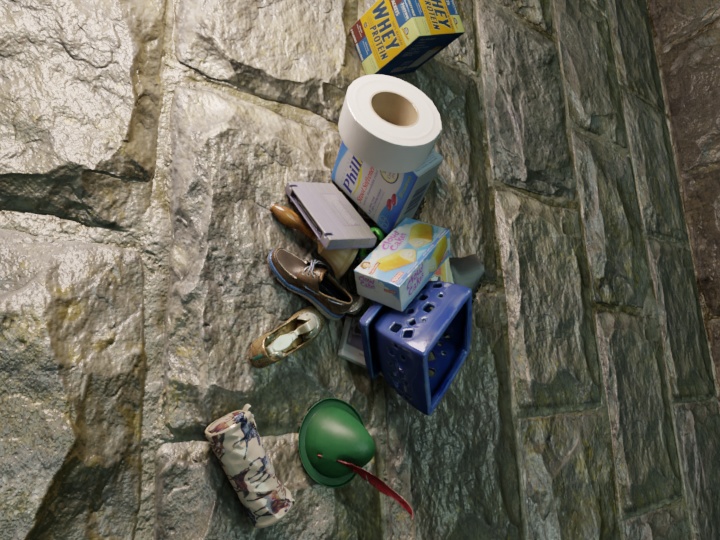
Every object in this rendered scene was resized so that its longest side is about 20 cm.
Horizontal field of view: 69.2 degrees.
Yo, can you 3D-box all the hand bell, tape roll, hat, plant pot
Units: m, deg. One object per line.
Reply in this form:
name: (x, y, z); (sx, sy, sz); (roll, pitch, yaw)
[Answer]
hand bell: (-0.104, -0.078, 1.098); (0.197, 0.104, 0.106); (31, 60, -13)
tape roll: (0.058, -0.290, 1.025); (0.196, 0.071, 0.207); (10, 52, -13)
hat: (0.002, 0.338, 1.000); (0.199, 0.174, 0.169); (38, 58, -24)
plant pot: (0.111, 0.138, 1.082); (0.200, 0.176, 0.204); (-47, 144, -35)

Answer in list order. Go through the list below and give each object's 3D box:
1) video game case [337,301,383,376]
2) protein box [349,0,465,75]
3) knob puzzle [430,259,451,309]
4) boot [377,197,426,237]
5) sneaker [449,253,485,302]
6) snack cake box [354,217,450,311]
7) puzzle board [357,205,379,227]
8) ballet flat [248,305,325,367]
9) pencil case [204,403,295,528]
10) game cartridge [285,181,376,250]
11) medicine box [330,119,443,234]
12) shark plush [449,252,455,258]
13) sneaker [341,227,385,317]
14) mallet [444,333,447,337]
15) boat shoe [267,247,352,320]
video game case: (0.043, 0.127, 1.186); (0.180, 0.023, 0.205); (29, 62, -30)
protein box: (0.117, -0.604, 1.316); (0.196, 0.198, 0.138); (-26, 94, -39)
knob puzzle: (0.115, 0.005, 1.187); (0.213, 0.030, 0.227); (-1, 95, -13)
boot: (0.126, -0.110, 1.260); (0.199, 0.069, 0.177); (38, 61, -23)
sneaker: (0.261, 0.065, 1.265); (0.103, 0.075, 0.206); (-13, 92, -12)
snack cake box: (0.089, -0.018, 1.072); (0.200, 0.113, 0.069); (-46, 141, -35)
puzzle board: (0.074, -0.139, 1.282); (0.196, 0.017, 0.156); (7, 75, -38)
ballet flat: (-0.128, 0.127, 1.022); (0.199, 0.065, 0.072); (-35, 98, -39)
pencil case: (-0.189, 0.343, 0.911); (0.088, 0.078, 0.204); (-28, 96, -19)
game cartridge: (-0.063, -0.116, 1.089); (0.127, 0.039, 0.201); (1, 41, -41)
medicine box: (0.051, -0.221, 1.136); (0.200, 0.184, 0.102); (44, 51, 15)
shark plush: (0.238, -0.013, 1.349); (0.196, 0.092, 0.084); (22, 28, -25)
sneaker: (0.000, 0.000, 1.121); (0.076, 0.085, 0.206); (14, 78, 11)
mallet: (0.158, 0.077, 1.284); (0.065, 0.041, 0.204); (-26, 91, -44)
boat shoe: (-0.096, 0.014, 1.056); (0.198, 0.072, 0.073); (38, 43, -14)
